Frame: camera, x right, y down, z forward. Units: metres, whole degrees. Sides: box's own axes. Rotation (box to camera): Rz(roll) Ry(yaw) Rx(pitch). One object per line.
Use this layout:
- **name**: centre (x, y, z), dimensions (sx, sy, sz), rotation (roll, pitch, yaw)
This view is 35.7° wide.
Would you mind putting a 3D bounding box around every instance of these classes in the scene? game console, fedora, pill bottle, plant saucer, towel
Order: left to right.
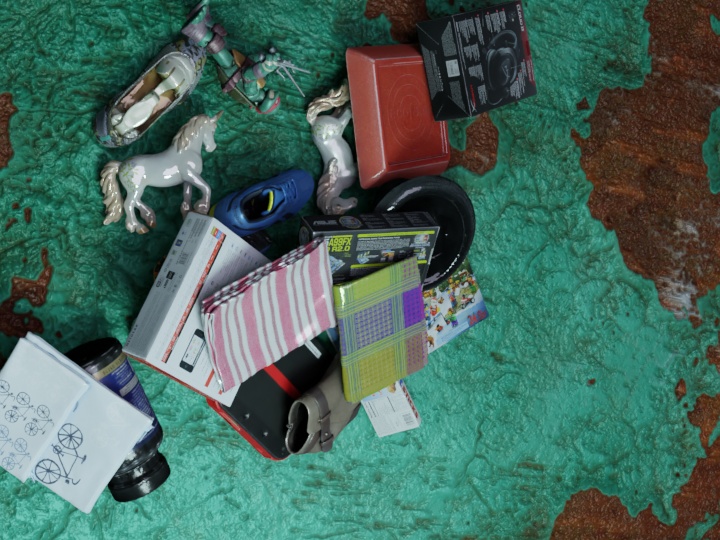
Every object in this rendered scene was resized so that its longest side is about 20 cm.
- **pill bottle**: centre (-0.330, 0.200, 1.486), dimensions (0.111, 0.112, 0.202), rotation (-29, 107, -22)
- **towel**: centre (-0.112, 0.059, 1.458), dimensions (0.199, 0.030, 0.147), rotation (-30, 133, -26)
- **game console**: centre (-0.121, 0.163, 1.613), dimensions (0.178, 0.031, 0.200), rotation (-55, 133, -18)
- **towel**: centre (0.028, 0.085, 1.568), dimensions (0.143, 0.023, 0.202), rotation (-22, 124, -24)
- **plant saucer**: centre (0.066, -0.233, 1.651), dimensions (0.199, 0.036, 0.203), rotation (-15, 101, -47)
- **fedora**: centre (0.074, -0.066, 1.646), dimensions (0.199, 0.092, 0.202), rotation (-15, 129, -19)

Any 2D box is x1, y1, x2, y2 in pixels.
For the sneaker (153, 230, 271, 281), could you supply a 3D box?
- **sneaker**: centre (-0.209, -0.009, 1.557), dimensions (0.199, 0.079, 0.075), rotation (-28, 66, -35)

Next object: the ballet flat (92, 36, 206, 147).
- **ballet flat**: centre (-0.271, -0.238, 1.496), dimensions (0.200, 0.072, 0.072), rotation (-47, 114, -16)

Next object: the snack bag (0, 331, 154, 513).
- **snack bag**: centre (-0.387, 0.203, 1.424), dimensions (0.199, 0.021, 0.189), rotation (36, 111, -5)

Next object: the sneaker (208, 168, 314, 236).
- **sneaker**: centre (-0.119, -0.097, 1.558), dimensions (0.199, 0.078, 0.067), rotation (-29, 100, -46)

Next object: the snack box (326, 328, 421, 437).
- **snack box**: centre (0.020, 0.157, 1.690), dimensions (0.201, 0.071, 0.024), rotation (65, 24, -18)

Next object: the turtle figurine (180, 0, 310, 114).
- **turtle figurine**: centre (-0.154, -0.280, 1.520), dimensions (0.200, 0.150, 0.101), rotation (42, 92, -22)

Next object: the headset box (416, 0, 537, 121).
- **headset box**: centre (0.185, -0.321, 1.697), dimensions (0.199, 0.077, 0.151), rotation (-25, 108, -45)

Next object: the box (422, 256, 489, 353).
- **box**: centre (0.093, 0.056, 1.733), dimensions (0.199, 0.038, 0.138), rotation (-30, 108, -22)

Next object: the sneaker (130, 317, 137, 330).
- **sneaker**: centre (-0.216, 0.087, 1.548), dimensions (0.198, 0.085, 0.078), rotation (-9, 100, -26)

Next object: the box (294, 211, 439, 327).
- **box**: centre (0.000, 0.000, 1.558), dimensions (0.198, 0.044, 0.162), rotation (-4, 124, -27)

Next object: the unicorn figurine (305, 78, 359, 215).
- **unicorn figurine**: centre (-0.024, -0.165, 1.639), dimensions (0.137, 0.074, 0.201), rotation (-28, 91, -21)

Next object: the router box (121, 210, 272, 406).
- **router box**: centre (-0.197, 0.054, 1.464), dimensions (0.179, 0.049, 0.202), rotation (40, 69, -49)

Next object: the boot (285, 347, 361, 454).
- **boot**: centre (-0.042, 0.172, 1.608), dimensions (0.146, 0.070, 0.202), rotation (-20, 126, -53)

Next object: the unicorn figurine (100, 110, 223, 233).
- **unicorn figurine**: centre (-0.253, -0.131, 1.504), dimensions (0.198, 0.074, 0.139), rotation (-15, 100, -24)
